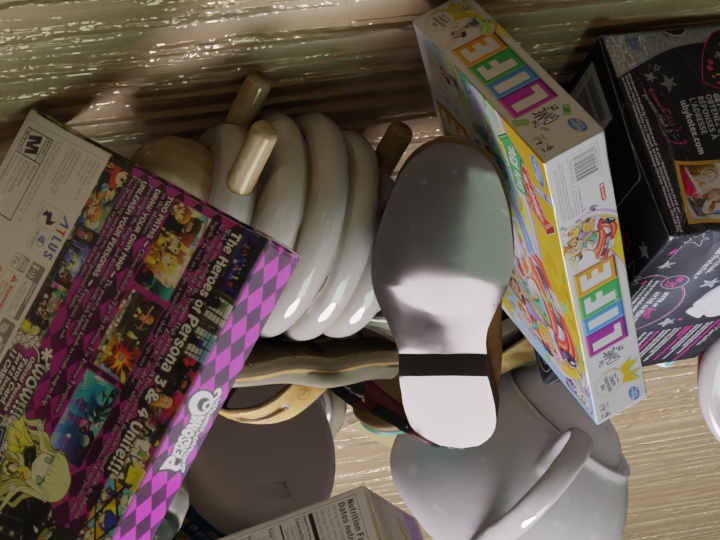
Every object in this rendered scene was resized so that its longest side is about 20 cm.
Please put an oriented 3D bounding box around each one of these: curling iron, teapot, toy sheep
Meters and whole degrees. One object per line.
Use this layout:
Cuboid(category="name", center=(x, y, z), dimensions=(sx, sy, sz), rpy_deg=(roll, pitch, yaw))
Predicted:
Cuboid(category="curling iron", center=(0.003, 0.067, 1.005), dimensions=(0.199, 0.026, 0.050), rpy_deg=(29, 106, -33))
Cuboid(category="teapot", center=(0.127, 0.139, 1.153), dimensions=(0.197, 0.200, 0.146), rpy_deg=(26, 109, -42))
Cuboid(category="toy sheep", center=(-0.034, -0.026, 0.863), dimensions=(0.198, 0.139, 0.138), rpy_deg=(19, 145, -20))

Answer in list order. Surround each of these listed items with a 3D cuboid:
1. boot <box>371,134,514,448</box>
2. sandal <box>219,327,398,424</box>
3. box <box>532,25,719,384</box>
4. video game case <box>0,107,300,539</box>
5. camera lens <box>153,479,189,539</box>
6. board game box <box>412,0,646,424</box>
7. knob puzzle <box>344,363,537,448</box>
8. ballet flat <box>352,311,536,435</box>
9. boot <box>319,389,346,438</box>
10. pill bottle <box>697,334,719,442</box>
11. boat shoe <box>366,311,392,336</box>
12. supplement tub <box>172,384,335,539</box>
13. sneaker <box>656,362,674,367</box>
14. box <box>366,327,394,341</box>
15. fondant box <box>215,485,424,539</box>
Cuboid(category="boot", center=(0.048, 0.000, 0.844), dimensions=(0.073, 0.076, 0.201), rpy_deg=(6, 133, 10))
Cuboid(category="sandal", center=(-0.056, 0.059, 0.900), dimensions=(0.199, 0.080, 0.054), rpy_deg=(4, 109, -43))
Cuboid(category="box", center=(0.172, -0.037, 0.928), dimensions=(0.114, 0.133, 0.200), rpy_deg=(-7, 156, -19))
Cuboid(category="video game case", center=(-0.146, 0.041, 0.785), dimensions=(0.180, 0.201, 0.036), rpy_deg=(27, 179, 33))
Cuboid(category="camera lens", center=(-0.189, 0.075, 0.915), dimensions=(0.158, 0.202, 0.160), rpy_deg=(-10, 156, -5))
Cuboid(category="board game box", center=(0.091, -0.029, 0.829), dimensions=(0.034, 0.135, 0.201), rpy_deg=(-28, 136, -8))
Cuboid(category="knob puzzle", center=(0.097, 0.085, 1.270), dimensions=(0.218, 0.031, 0.220), rpy_deg=(-19, 161, -7))
Cuboid(category="ballet flat", center=(0.072, 0.051, 1.106), dimensions=(0.199, 0.068, 0.064), rpy_deg=(-24, 130, -38))
Cuboid(category="boot", center=(-0.126, 0.136, 1.231), dimensions=(0.198, 0.073, 0.183), rpy_deg=(-7, 142, -26))
Cuboid(category="pill bottle", center=(0.289, 0.041, 1.070), dimensions=(0.119, 0.120, 0.200), rpy_deg=(-21, -164, 19))
Cuboid(category="boat shoe", center=(0.000, 0.000, 0.987), dimensions=(0.198, 0.072, 0.065), rpy_deg=(12, 139, -13))
Cuboid(category="supplement tub", center=(-0.129, 0.143, 1.059), dimensions=(0.144, 0.146, 0.199), rpy_deg=(14, 143, -44))
Cuboid(category="sneaker", center=(0.216, 0.033, 1.150), dimensions=(0.075, 0.089, 0.200), rpy_deg=(-19, 155, 11))
Cuboid(category="box", center=(-0.056, 0.032, 1.082), dimensions=(0.198, 0.042, 0.119), rpy_deg=(-5, 155, -9))
Cuboid(category="fondant box", center=(-0.063, 0.202, 0.972), dimensions=(0.198, 0.059, 0.144), rpy_deg=(-20, 160, 9))
